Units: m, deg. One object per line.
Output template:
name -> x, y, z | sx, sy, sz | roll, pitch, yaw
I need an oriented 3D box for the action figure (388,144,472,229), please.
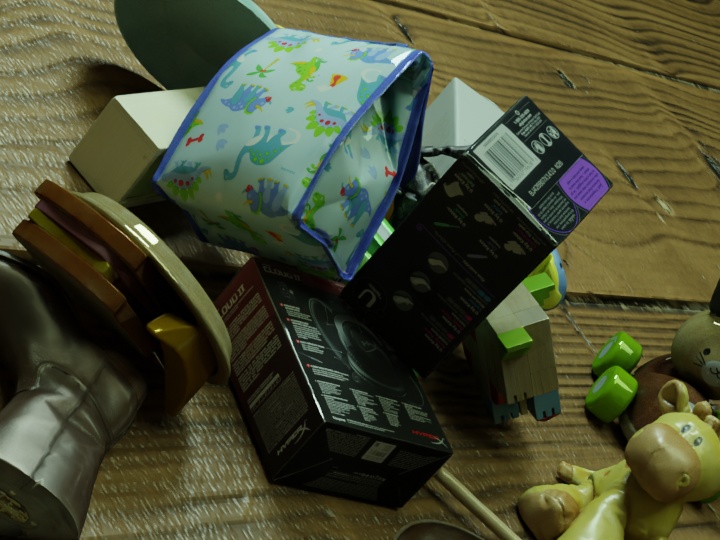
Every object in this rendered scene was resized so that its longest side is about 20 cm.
action figure -> 0.090, -0.059, 1.802 | 0.101, 0.120, 0.200 | 7, 15, -32

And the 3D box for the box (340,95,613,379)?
box -> 0.093, -0.026, 1.624 | 0.106, 0.200, 0.122 | 44, 41, 3

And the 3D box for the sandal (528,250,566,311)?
sandal -> 0.163, -0.039, 2.099 | 0.087, 0.079, 0.201 | 14, 38, -50

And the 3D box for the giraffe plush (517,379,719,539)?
giraffe plush -> 0.261, 0.196, 1.760 | 0.172, 0.162, 0.200 | 43, 26, 3

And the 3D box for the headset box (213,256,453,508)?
headset box -> -0.031, 0.084, 1.620 | 0.148, 0.077, 0.201 | 18, 34, -42

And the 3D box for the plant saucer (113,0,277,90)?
plant saucer -> -0.132, -0.212, 1.815 | 0.200, 0.201, 0.039 | 37, 60, -10

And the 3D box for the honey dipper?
honey dipper -> 0.102, 0.204, 1.673 | 0.200, 0.038, 0.038 | 44, 25, -4

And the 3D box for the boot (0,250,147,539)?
boot -> -0.241, 0.085, 1.344 | 0.186, 0.064, 0.200 | 36, 30, -7

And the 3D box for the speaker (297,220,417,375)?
speaker -> 0.000, 0.000, 1.768 | 0.200, 0.089, 0.088 | 51, 26, 18

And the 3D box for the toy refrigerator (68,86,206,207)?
toy refrigerator -> -0.159, -0.109, 1.741 | 0.070, 0.076, 0.200 | 48, 25, 13

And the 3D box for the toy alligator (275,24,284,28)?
toy alligator -> -0.094, -0.217, 2.038 | 0.199, 0.060, 0.054 | 28, -12, -28

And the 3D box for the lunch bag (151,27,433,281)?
lunch bag -> -0.048, -0.110, 1.654 | 0.169, 0.201, 0.128 | 14, -22, 34

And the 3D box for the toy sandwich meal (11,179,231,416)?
toy sandwich meal -> -0.175, 0.023, 1.460 | 0.205, 0.070, 0.206 | 41, -19, 18

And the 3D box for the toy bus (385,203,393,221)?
toy bus -> 0.037, -0.077, 1.987 | 0.199, 0.065, 0.079 | 30, 29, -25

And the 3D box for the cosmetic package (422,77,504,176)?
cosmetic package -> 0.111, -0.097, 1.967 | 0.101, 0.074, 0.201 | 35, 26, -17

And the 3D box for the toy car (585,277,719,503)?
toy car -> 0.354, 0.099, 2.004 | 0.164, 0.200, 0.158 | 38, 25, -6

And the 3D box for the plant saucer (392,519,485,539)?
plant saucer -> 0.091, 0.282, 1.533 | 0.199, 0.035, 0.201 | 33, 26, -18

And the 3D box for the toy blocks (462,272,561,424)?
toy blocks -> 0.132, 0.074, 1.825 | 0.200, 0.099, 0.138 | -124, -161, -59
